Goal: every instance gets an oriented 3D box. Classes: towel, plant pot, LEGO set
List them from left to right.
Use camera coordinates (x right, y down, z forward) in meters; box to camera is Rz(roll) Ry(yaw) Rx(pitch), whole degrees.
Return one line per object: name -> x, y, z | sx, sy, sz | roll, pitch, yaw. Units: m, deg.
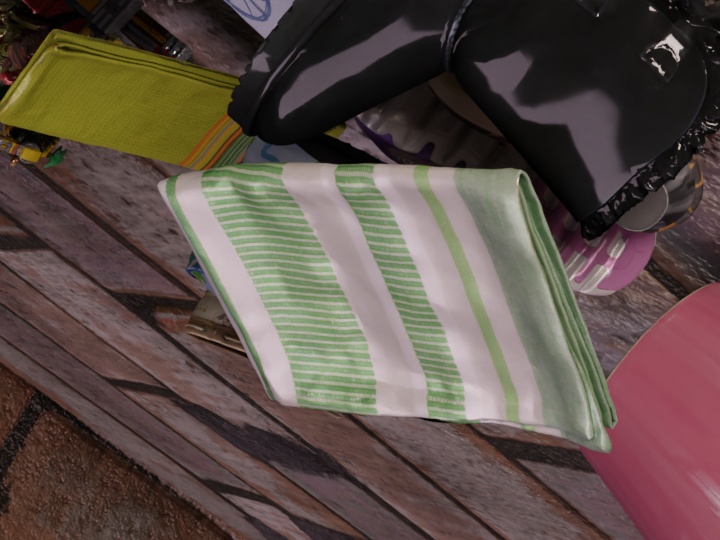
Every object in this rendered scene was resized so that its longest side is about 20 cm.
LEGO set -> -0.197, -0.140, 0.967 | 0.116, 0.154, 0.200 | 41, 170, 44
towel -> -0.111, -0.091, 0.988 | 0.200, 0.018, 0.086 | 12, 140, -34
towel -> 0.010, 0.015, 0.746 | 0.200, 0.023, 0.153 | 5, 133, 38
plant pot -> 0.227, 0.109, 0.899 | 0.179, 0.200, 0.200 | 43, 169, 26

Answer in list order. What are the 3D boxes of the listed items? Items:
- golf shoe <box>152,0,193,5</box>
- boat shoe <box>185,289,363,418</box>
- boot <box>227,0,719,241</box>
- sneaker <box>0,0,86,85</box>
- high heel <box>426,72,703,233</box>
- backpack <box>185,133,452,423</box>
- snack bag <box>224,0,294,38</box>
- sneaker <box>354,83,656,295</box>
golf shoe -> -0.118, -0.199, 0.761 | 0.073, 0.092, 0.200 | -16, 149, 26
boat shoe -> -0.070, 0.085, 1.538 | 0.200, 0.063, 0.073 | 33, 163, -6
boot -> 0.054, -0.079, 0.690 | 0.162, 0.073, 0.198 | 44, 121, 0
sneaker -> -0.249, -0.176, 1.139 | 0.200, 0.078, 0.116 | 47, 170, -7
high heel -> 0.085, -0.096, 0.792 | 0.200, 0.071, 0.143 | 51, -164, 8
backpack -> 0.000, 0.000, 0.906 | 0.200, 0.154, 0.163 | 52, -163, 27
snack bag -> -0.090, -0.205, 0.820 | 0.200, 0.021, 0.189 | 41, 164, -3
sneaker -> 0.068, -0.062, 0.875 | 0.200, 0.081, 0.088 | 38, 170, -4
